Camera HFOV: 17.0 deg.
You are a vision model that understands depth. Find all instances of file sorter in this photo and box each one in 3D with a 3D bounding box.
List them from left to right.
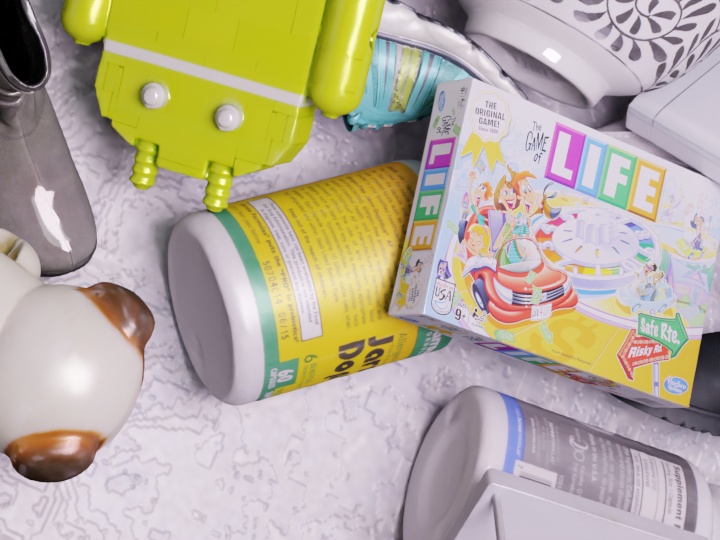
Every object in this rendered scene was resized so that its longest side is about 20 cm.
[{"bbox_3d":[0.095,0.238,1.325,0.138,0.125,0.201,18,123,-16],"label":"file sorter"}]

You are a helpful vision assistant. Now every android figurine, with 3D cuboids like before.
[{"bbox_3d":[-0.077,-0.135,1.316,0.181,0.041,0.201,19,100,15],"label":"android figurine"}]

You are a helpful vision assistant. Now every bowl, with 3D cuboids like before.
[{"bbox_3d":[0.118,-0.156,1.386,0.200,0.201,0.095,32,84,-14],"label":"bowl"}]

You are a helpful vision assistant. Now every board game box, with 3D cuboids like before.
[{"bbox_3d":[0.116,-0.012,1.358,0.199,0.034,0.135,19,77,-33],"label":"board game box"}]

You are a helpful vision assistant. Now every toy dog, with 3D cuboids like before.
[{"bbox_3d":[-0.206,0.025,1.263,0.199,0.194,0.140,27,64,-9],"label":"toy dog"}]

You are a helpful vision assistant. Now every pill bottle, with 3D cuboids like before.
[{"bbox_3d":[0.000,0.000,1.376,0.199,0.113,0.114,-15,90,-21],"label":"pill bottle"},{"bbox_3d":[0.135,0.150,1.410,0.199,0.114,0.115,20,78,-17],"label":"pill bottle"}]

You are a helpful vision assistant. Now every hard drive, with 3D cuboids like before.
[{"bbox_3d":[0.274,-0.076,1.407,0.200,0.027,0.132,34,55,27],"label":"hard drive"}]

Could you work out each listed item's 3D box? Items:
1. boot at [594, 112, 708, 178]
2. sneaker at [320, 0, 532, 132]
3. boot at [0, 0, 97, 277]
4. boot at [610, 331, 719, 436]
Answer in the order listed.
[{"bbox_3d":[0.186,-0.087,1.481,0.199,0.073,0.096,8,76,-28],"label":"boot"},{"bbox_3d":[0.013,-0.114,1.375,0.199,0.078,0.080,25,94,-15],"label":"sneaker"},{"bbox_3d":[-0.193,-0.092,1.304,0.067,0.131,0.201,-26,94,-20],"label":"boot"},{"bbox_3d":[0.256,0.023,1.464,0.197,0.073,0.163,12,102,-25],"label":"boot"}]
